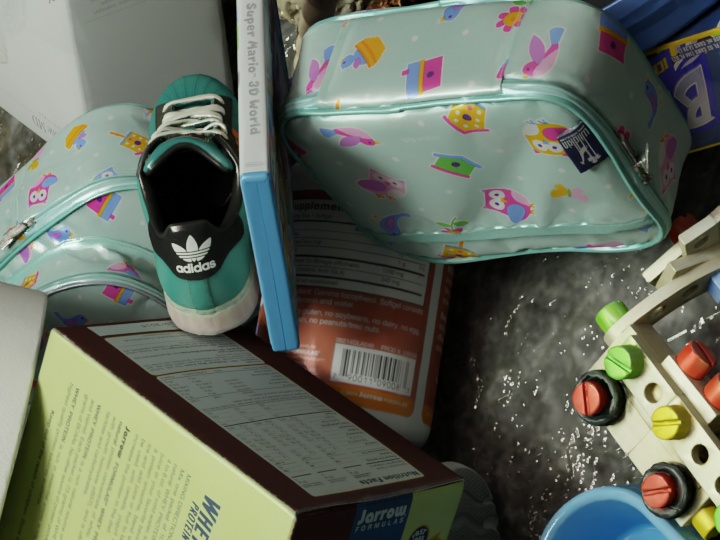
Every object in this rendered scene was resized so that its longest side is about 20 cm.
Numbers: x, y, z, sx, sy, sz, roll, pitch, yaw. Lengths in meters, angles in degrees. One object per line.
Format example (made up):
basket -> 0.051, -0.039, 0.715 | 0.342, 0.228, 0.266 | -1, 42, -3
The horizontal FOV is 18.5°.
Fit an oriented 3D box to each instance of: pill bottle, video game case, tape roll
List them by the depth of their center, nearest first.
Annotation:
video game case -> -0.051, -0.077, 1.218 | 0.018, 0.143, 0.201 | -6, 50, 2
tape roll -> -0.218, 0.105, 1.260 | 0.203, 0.037, 0.204 | -166, 90, -81
pill bottle -> 0.000, 0.000, 1.312 | 0.112, 0.112, 0.201 | -1, 75, 43

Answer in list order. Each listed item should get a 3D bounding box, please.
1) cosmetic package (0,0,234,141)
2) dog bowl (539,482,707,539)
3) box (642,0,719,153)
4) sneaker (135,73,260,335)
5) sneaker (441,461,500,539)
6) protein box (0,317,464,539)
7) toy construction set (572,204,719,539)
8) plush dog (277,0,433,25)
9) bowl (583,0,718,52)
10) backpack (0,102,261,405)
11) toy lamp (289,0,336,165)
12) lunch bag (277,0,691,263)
cosmetic package -> -0.194, -0.202, 1.492 | 0.199, 0.123, 0.201 | 34, 141, 44
dog bowl -> 0.162, 0.187, 1.140 | 0.112, 0.049, 0.200 | -56, 47, 14
box -> 0.144, -0.098, 1.222 | 0.199, 0.070, 0.064 | -16, 29, 39
sneaker -> -0.090, -0.059, 1.264 | 0.071, 0.080, 0.201 | -10, 43, 0
sneaker -> 0.017, 0.202, 1.253 | 0.082, 0.075, 0.201 | 15, 88, 43
protein box -> -0.082, 0.158, 1.200 | 0.200, 0.135, 0.199 | 32, 114, 36
toy construction set -> 0.186, 0.058, 1.129 | 0.131, 0.092, 0.200 | -52, 45, 29
plush dog -> -0.026, -0.233, 1.395 | 0.161, 0.199, 0.173 | 129, 155, -65
bowl -> 0.142, -0.176, 1.221 | 0.200, 0.039, 0.201 | -30, 27, 17
backpack -> -0.152, 0.002, 1.400 | 0.200, 0.175, 0.154 | -44, 33, 22
toy lamp -> -0.029, -0.128, 1.351 | 0.200, 0.058, 0.058 | 100, 160, -60
lunch bag -> 0.070, -0.068, 1.169 | 0.199, 0.160, 0.077 | -1, 55, 33
